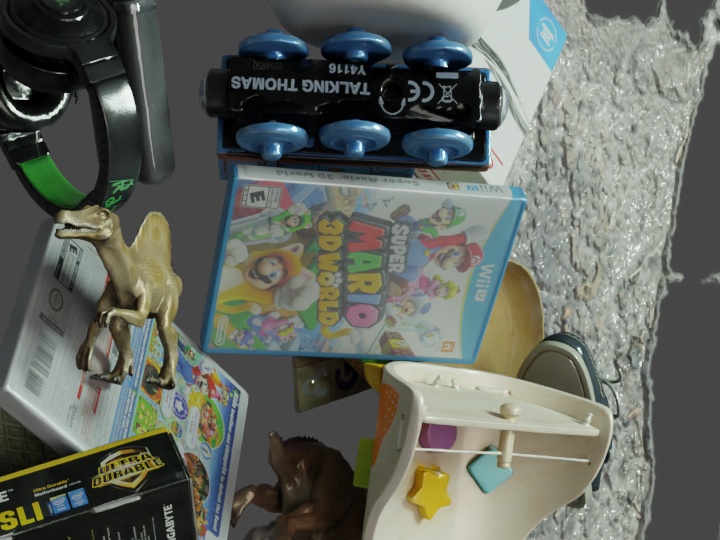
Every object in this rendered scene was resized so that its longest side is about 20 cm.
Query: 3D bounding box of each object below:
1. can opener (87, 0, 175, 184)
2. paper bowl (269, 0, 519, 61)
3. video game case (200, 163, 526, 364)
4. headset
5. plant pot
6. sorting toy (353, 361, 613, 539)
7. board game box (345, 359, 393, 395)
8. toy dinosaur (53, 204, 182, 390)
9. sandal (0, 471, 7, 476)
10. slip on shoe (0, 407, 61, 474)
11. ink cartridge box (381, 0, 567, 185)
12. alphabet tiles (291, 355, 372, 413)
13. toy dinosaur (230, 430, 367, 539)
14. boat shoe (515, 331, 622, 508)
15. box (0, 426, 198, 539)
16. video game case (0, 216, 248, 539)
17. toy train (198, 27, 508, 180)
[{"bbox_3d":[-0.142,-0.158,0.907,0.067,0.053,0.203,-37,127,-58],"label":"can opener"},{"bbox_3d":[0.016,-0.203,0.937,0.199,0.199,0.106,13,78,-41],"label":"paper bowl"},{"bbox_3d":[0.000,0.000,0.968,0.197,0.018,0.145,3,126,-16],"label":"video game case"},{"bbox_3d":[-0.179,-0.129,0.844,0.093,0.123,0.202,-24,86,-39],"label":"headset"},{"bbox_3d":[0.082,0.087,1.121,0.199,0.027,0.203,-27,125,-47],"label":"plant pot"},{"bbox_3d":[0.057,0.163,0.999,0.198,0.106,0.183,10,96,-41],"label":"sorting toy"},{"bbox_3d":[0.002,0.011,1.050,0.200,0.030,0.096,46,65,-37],"label":"board game box"},{"bbox_3d":[-0.126,0.018,0.865,0.200,0.057,0.103,48,50,-74],"label":"toy dinosaur"},{"bbox_3d":[-0.232,0.142,0.847,0.080,0.054,0.201,-32,116,0],"label":"sandal"},{"bbox_3d":[-0.184,0.112,0.905,0.200,0.074,0.062,46,31,-28],"label":"slip on shoe"},{"bbox_3d":[0.070,-0.133,1.070,0.116,0.066,0.202,45,58,-36],"label":"ink cartridge box"},{"bbox_3d":[0.008,-0.012,1.076,0.166,0.007,0.203,-15,107,-42],"label":"alphabet tiles"},{"bbox_3d":[-0.017,0.175,1.039,0.135,0.085,0.202,-39,114,-31],"label":"toy dinosaur"},{"bbox_3d":[0.175,0.114,1.178,0.062,0.074,0.202,-49,141,-30],"label":"boat shoe"},{"bbox_3d":[-0.171,0.199,0.849,0.158,0.049,0.202,-15,130,-17],"label":"box"},{"bbox_3d":[-0.144,0.079,0.910,0.200,0.018,0.144,48,31,-34],"label":"video game case"},{"bbox_3d":[-0.006,-0.102,0.942,0.197,0.114,0.088,2,77,-4],"label":"toy train"}]
